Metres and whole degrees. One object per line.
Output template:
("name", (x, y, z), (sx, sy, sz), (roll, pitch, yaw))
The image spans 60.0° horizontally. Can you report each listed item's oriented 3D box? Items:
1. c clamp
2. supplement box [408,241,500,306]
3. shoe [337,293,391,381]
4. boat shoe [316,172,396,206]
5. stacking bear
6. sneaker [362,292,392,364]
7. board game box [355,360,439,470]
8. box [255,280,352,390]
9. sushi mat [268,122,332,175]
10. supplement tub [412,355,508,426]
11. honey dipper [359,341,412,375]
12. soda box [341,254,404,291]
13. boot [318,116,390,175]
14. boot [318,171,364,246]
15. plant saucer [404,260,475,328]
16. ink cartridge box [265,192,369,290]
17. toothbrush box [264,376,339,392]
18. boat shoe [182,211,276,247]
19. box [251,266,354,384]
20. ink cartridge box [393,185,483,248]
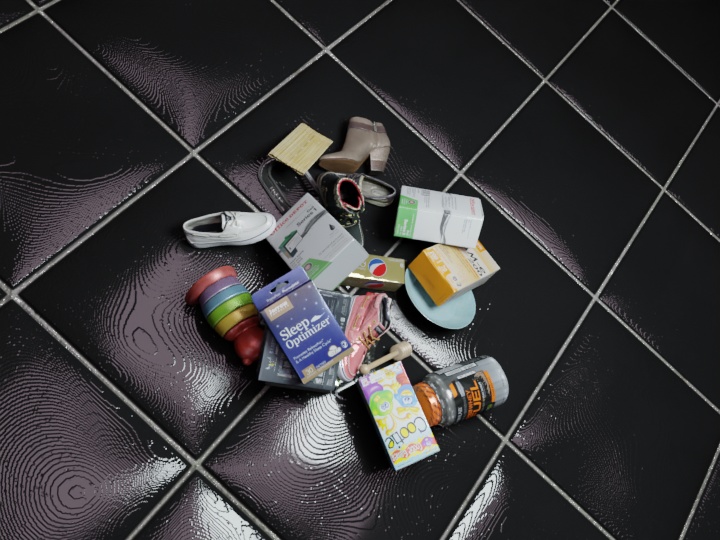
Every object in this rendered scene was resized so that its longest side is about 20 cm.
("c clamp", (-0.143, -0.211, 1.510), (0.171, 0.027, 0.200), (-39, 85, -9))
("supplement box", (0.229, -0.008, 1.510), (0.200, 0.074, 0.126), (-23, 71, -44))
("shoe", (0.007, 0.138, 1.329), (0.071, 0.091, 0.200), (44, 46, -43))
("boat shoe", (-0.007, -0.211, 1.546), (0.200, 0.065, 0.072), (14, 69, -10))
("stacking bear", (-0.261, 0.101, 1.303), (0.121, 0.114, 0.200), (-30, 79, -27))
("sneaker", (0.004, 0.139, 1.425), (0.085, 0.077, 0.200), (20, 62, 11))
("board game box", (0.077, 0.310, 1.340), (0.103, 0.105, 0.200), (-22, 78, -8))
("box", (-0.114, 0.131, 1.256), (0.158, 0.051, 0.200), (11, 88, -16))
("sushi mat", (-0.142, -0.298, 1.519), (0.096, 0.012, 0.200), (33, 39, -2))
("supplement tub", (0.221, 0.274, 1.408), (0.200, 0.123, 0.123), (-16, 76, -24))
("honey dipper", (0.056, 0.194, 1.369), (0.038, 0.038, 0.200), (60, 29, 9))
("soda box", (0.000, 0.000, 1.467), (0.200, 0.068, 0.064), (7, 68, -17))
("boot", (-0.016, -0.321, 1.584), (0.200, 0.070, 0.146), (5, 70, -28))
("boot", (-0.029, -0.127, 1.429), (0.073, 0.154, 0.204), (-25, 106, -12))
("plant saucer", (0.185, 0.061, 1.507), (0.201, 0.039, 0.201), (18, 49, -22))
("ink cartridge box", (-0.101, -0.055, 1.368), (0.146, 0.084, 0.200), (-44, 53, 0))
("toothbrush box", (-0.118, 0.153, 1.357), (0.145, 0.086, 0.200), (12, 65, -15))
("boat shoe", (-0.289, -0.100, 1.370), (0.200, 0.066, 0.072), (-5, 62, 2))
("box", (-0.113, 0.105, 1.214), (0.121, 0.032, 0.200), (-32, 97, -12))
("ink cartridge box", (0.187, -0.130, 1.510), (0.200, 0.084, 0.146), (10, 27, 3))
